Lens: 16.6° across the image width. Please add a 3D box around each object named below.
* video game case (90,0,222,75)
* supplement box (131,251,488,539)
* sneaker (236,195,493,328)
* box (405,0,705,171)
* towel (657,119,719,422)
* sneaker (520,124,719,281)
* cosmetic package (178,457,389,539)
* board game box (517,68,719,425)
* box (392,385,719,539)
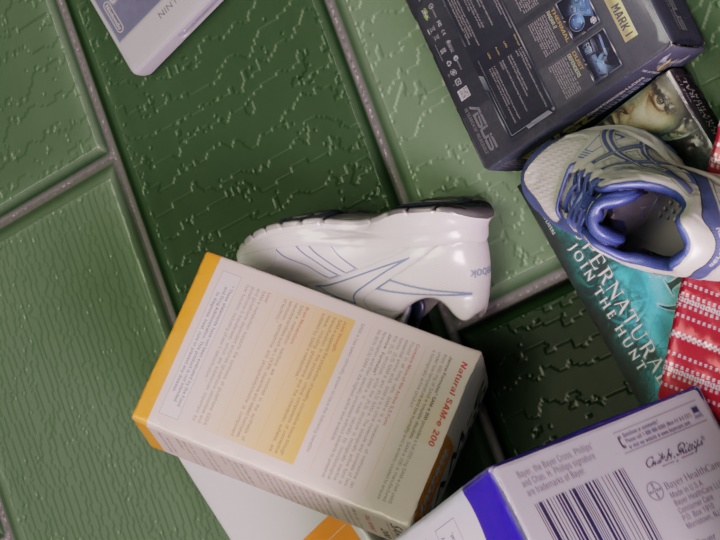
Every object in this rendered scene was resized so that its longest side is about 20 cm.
[{"bbox_3d":[-0.149,-0.273,1.758,0.182,0.023,0.201,-41,71,30],"label":"video game case"},{"bbox_3d":[-0.031,0.085,1.608,0.199,0.074,0.127,21,74,13],"label":"supplement box"},{"bbox_3d":[0.000,0.000,1.647,0.199,0.074,0.088,-4,96,36],"label":"sneaker"},{"bbox_3d":[0.108,-0.187,1.566,0.157,0.051,0.201,-34,73,32],"label":"box"},{"bbox_3d":[0.260,0.002,1.458,0.144,0.022,0.201,19,104,31],"label":"towel"},{"bbox_3d":[0.156,-0.044,1.469,0.200,0.088,0.076,19,105,48],"label":"sneaker"},{"bbox_3d":[-0.040,0.151,1.685,0.101,0.071,0.200,-46,68,29],"label":"cosmetic package"},{"bbox_3d":[0.197,-0.005,1.531,0.135,0.028,0.201,-38,73,31],"label":"board game box"},{"bbox_3d":[0.112,0.175,1.482,0.200,0.183,0.105,-44,69,48],"label":"box"}]
